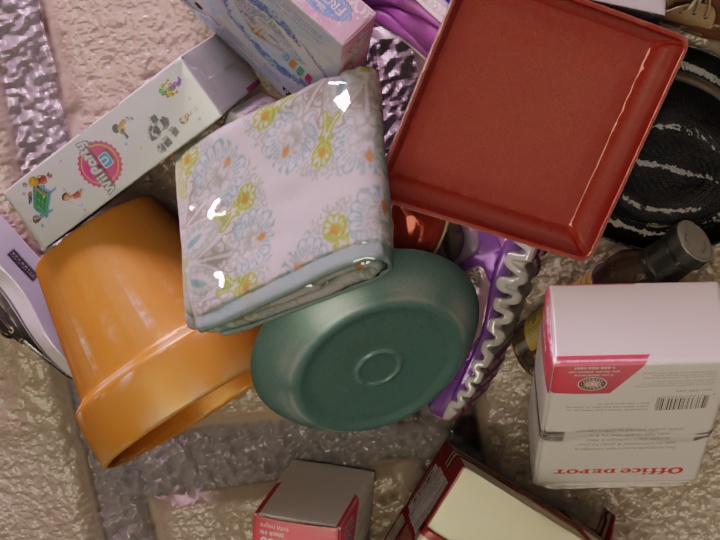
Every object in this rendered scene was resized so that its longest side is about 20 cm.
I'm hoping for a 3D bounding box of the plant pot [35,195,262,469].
[{"bbox_3d":[-0.184,0.043,1.531,0.200,0.200,0.184,-34,84,17],"label":"plant pot"}]

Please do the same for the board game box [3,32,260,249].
[{"bbox_3d":[-0.194,-0.115,1.508,0.200,0.148,0.064,-34,97,18],"label":"board game box"}]

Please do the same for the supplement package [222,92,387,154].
[{"bbox_3d":[-0.033,-0.055,1.510,0.199,0.110,0.114,26,108,4],"label":"supplement package"}]

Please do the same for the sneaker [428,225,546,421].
[{"bbox_3d":[0.094,0.032,1.530,0.088,0.080,0.201,23,103,12],"label":"sneaker"}]

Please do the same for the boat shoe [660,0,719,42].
[{"bbox_3d":[0.264,-0.227,1.427,0.199,0.072,0.076,13,106,8],"label":"boat shoe"}]

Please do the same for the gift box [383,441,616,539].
[{"bbox_3d":[0.121,0.262,1.522,0.186,0.200,0.185,32,95,-2],"label":"gift box"}]

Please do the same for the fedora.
[{"bbox_3d":[0.247,-0.096,1.453,0.200,0.092,0.201,3,104,10],"label":"fedora"}]

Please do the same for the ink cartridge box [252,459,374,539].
[{"bbox_3d":[-0.046,0.292,1.582,0.082,0.147,0.201,7,105,10],"label":"ink cartridge box"}]

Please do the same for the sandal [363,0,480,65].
[{"bbox_3d":[0.010,-0.212,1.401,0.202,0.050,0.083,32,151,22],"label":"sandal"}]

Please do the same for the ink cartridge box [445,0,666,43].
[{"bbox_3d":[0.133,-0.211,1.392,0.199,0.100,0.039,11,65,-8],"label":"ink cartridge box"}]

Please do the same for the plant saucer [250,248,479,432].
[{"bbox_3d":[0.010,0.069,1.431,0.199,0.036,0.200,-13,134,-14],"label":"plant saucer"}]

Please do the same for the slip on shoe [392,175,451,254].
[{"bbox_3d":[0.000,0.000,1.429,0.074,0.061,0.200,45,107,-1],"label":"slip on shoe"}]

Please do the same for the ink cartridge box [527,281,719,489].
[{"bbox_3d":[0.218,0.098,1.449,0.145,0.085,0.200,-1,143,-1],"label":"ink cartridge box"}]

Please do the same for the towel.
[{"bbox_3d":[-0.062,-0.052,1.372,0.200,0.048,0.172,-21,63,32],"label":"towel"}]

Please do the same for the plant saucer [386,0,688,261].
[{"bbox_3d":[0.129,-0.125,1.374,0.199,0.037,0.201,16,109,-20],"label":"plant saucer"}]

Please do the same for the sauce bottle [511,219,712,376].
[{"bbox_3d":[0.212,0.025,1.473,0.065,0.065,0.200,49,131,-4],"label":"sauce bottle"}]

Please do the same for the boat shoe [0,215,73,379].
[{"bbox_3d":[-0.318,0.029,1.615,0.200,0.070,0.066,48,125,-7],"label":"boat shoe"}]

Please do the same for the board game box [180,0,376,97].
[{"bbox_3d":[-0.079,-0.221,1.423,0.200,0.199,0.043,43,77,7],"label":"board game box"}]
